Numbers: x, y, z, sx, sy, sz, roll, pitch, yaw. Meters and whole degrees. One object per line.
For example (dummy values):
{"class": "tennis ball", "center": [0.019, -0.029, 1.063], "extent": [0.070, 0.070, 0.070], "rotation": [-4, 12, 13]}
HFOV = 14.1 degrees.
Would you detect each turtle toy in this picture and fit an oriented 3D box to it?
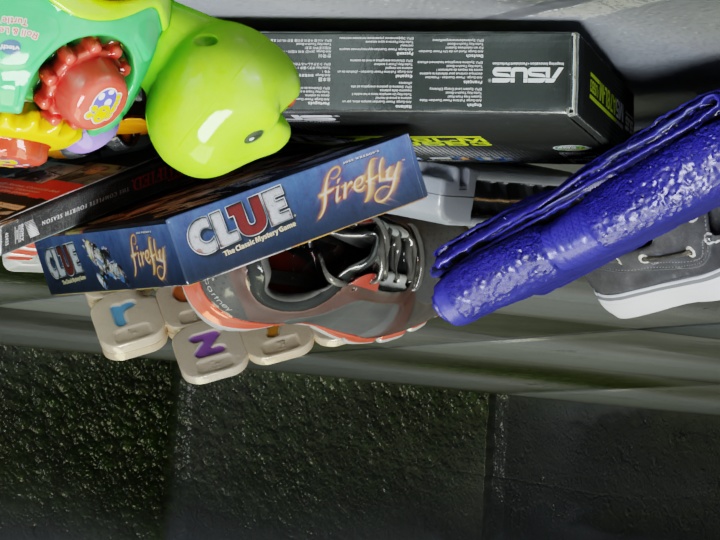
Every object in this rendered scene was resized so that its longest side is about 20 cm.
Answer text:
{"class": "turtle toy", "center": [-0.124, -0.093, 1.226], "extent": [0.199, 0.102, 0.146], "rotation": [4, 174, -6]}

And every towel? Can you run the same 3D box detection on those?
{"class": "towel", "center": [0.139, -0.040, 1.493], "extent": [0.200, 0.050, 0.148], "rotation": [-28, 176, 27]}

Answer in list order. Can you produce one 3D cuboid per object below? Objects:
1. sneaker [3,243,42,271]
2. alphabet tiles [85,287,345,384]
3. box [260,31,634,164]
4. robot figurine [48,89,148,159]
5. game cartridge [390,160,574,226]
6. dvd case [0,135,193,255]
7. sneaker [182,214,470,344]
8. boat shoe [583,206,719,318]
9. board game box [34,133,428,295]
{"class": "sneaker", "center": [-0.166, -0.044, 1.653], "extent": [0.077, 0.082, 0.200], "rotation": [6, 175, -18]}
{"class": "alphabet tiles", "center": [-0.067, -0.003, 1.745], "extent": [0.199, 0.015, 0.196], "rotation": [-16, -142, -7]}
{"class": "box", "center": [0.029, -0.086, 1.473], "extent": [0.199, 0.048, 0.193], "rotation": [2, 178, 13]}
{"class": "robot figurine", "center": [-0.161, -0.093, 1.414], "extent": [0.144, 0.058, 0.200], "rotation": [-9, 169, 25]}
{"class": "game cartridge", "center": [0.037, -0.052, 1.678], "extent": [0.133, 0.042, 0.200], "rotation": [8, -177, 30]}
{"class": "dvd case", "center": [-0.171, -0.054, 1.541], "extent": [0.146, 0.022, 0.200], "rotation": [11, -155, 37]}
{"class": "sneaker", "center": [0.000, 0.000, 1.623], "extent": [0.199, 0.077, 0.082], "rotation": [-7, 174, -37]}
{"class": "boat shoe", "center": [0.182, -0.027, 1.595], "extent": [0.066, 0.070, 0.200], "rotation": [45, 152, -16]}
{"class": "board game box", "center": [-0.070, -0.027, 1.465], "extent": [0.135, 0.035, 0.200], "rotation": [-21, -173, -24]}
